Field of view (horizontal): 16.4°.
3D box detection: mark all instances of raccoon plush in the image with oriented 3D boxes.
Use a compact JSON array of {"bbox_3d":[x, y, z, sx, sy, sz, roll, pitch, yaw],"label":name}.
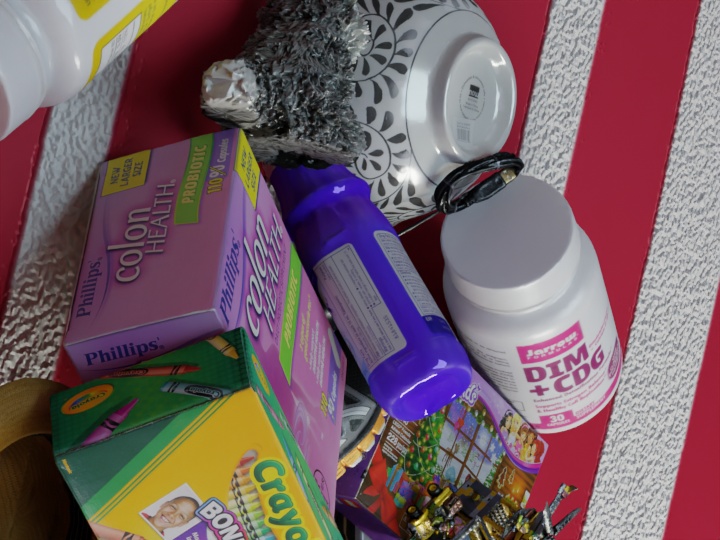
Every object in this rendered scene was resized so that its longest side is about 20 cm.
[{"bbox_3d":[-0.039,-0.144,1.562,0.200,0.096,0.134,77,19,-79],"label":"raccoon plush"}]

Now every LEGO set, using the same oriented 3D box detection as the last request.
[{"bbox_3d":[0.101,0.245,1.732,0.154,0.116,0.200,-38,134,-23],"label":"LEGO set"}]

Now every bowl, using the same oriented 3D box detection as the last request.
[{"bbox_3d":[0.046,-0.121,1.727,0.200,0.094,0.201,-12,105,-51],"label":"bowl"}]

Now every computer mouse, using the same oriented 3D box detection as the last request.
[{"bbox_3d":[0.032,-0.015,1.700,0.200,0.034,0.059,-36,151,-4],"label":"computer mouse"}]

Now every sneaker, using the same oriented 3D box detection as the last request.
[{"bbox_3d":[-0.048,0.107,1.660,0.200,0.078,0.077,-56,131,-29],"label":"sneaker"}]

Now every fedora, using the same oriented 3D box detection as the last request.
[{"bbox_3d":[-0.221,0.153,1.432,0.200,0.082,0.201,-22,120,-47],"label":"fedora"}]

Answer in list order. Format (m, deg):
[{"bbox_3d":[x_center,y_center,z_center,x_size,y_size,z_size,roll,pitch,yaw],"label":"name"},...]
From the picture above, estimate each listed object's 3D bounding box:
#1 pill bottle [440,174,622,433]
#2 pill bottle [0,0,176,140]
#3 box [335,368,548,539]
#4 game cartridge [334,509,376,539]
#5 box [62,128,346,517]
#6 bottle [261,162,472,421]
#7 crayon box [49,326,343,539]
[{"bbox_3d":[0.122,0.024,1.800,0.114,0.113,0.200,-63,154,-23],"label":"pill bottle"},{"bbox_3d":[-0.174,-0.165,1.411,0.200,0.114,0.115,-48,132,-37],"label":"pill bottle"},{"bbox_3d":[0.054,0.139,1.774,0.200,0.039,0.137,44,61,-47],"label":"box"},{"bbox_3d":[0.027,0.205,1.811,0.133,0.040,0.201,-9,103,-48],"label":"game cartridge"},{"bbox_3d":[-0.088,0.050,1.518,0.176,0.096,0.200,-85,156,-51],"label":"box"},{"bbox_3d":[0.000,0.000,1.626,0.065,0.200,0.084,-32,159,4],"label":"bottle"},{"bbox_3d":[-0.085,0.138,1.427,0.058,0.118,0.200,-104,172,-53],"label":"crayon box"}]
